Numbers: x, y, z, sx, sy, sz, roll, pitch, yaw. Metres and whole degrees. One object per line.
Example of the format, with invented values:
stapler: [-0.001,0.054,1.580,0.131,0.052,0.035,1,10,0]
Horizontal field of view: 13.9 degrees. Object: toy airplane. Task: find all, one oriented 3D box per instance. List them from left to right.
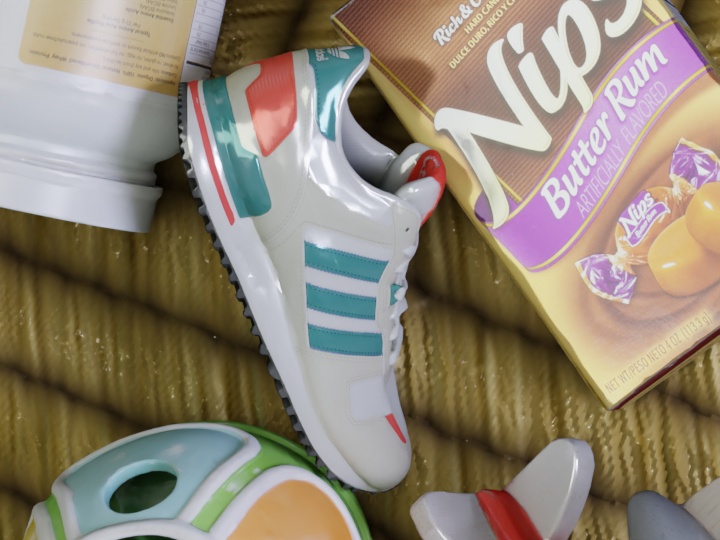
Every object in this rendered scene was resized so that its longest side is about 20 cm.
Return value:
toy airplane: [0.082,0.166,1.154,0.199,0.141,0.201,7,105,33]

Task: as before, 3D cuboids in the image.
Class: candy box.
candy box: [0.092,-0.057,1.199,0.117,0.056,0.200,-37,80,11]

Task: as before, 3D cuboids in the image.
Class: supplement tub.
supplement tub: [-0.125,-0.126,1.205,0.144,0.145,0.201,13,92,13]

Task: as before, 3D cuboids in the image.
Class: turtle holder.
turtle holder: [-0.089,0.127,1.201,0.185,0.132,0.141,16,94,13]

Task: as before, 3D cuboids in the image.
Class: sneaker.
sneaker: [0.000,-0.001,1.181,0.093,0.070,0.200,-21,115,6]
